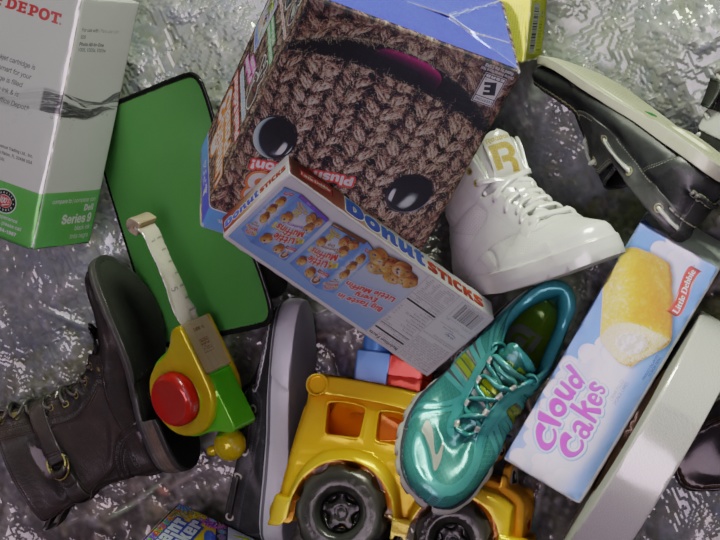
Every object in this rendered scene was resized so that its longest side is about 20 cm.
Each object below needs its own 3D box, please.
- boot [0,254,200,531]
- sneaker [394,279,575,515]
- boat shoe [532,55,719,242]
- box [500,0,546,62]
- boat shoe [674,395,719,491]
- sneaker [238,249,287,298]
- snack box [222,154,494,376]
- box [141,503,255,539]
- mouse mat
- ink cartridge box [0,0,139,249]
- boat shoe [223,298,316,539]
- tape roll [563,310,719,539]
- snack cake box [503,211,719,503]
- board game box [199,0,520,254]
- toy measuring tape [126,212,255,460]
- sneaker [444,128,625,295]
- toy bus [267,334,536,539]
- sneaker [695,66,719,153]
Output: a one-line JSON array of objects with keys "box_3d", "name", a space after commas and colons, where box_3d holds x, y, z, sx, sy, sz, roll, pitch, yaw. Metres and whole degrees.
[{"box_3d": [-0.233, 0.102, 1.496, 0.173, 0.069, 0.201, -17, 92, 27], "name": "boot"}, {"box_3d": [0.090, 0.083, 1.324, 0.077, 0.080, 0.200, 34, 63, 0], "name": "sneaker"}, {"box_3d": [0.180, -0.093, 1.317, 0.200, 0.072, 0.068, 45, 114, 42], "name": "boat shoe"}, {"box_3d": [0.034, -0.189, 1.381, 0.199, 0.075, 0.051, 9, 100, 15], "name": "box"}, {"box_3d": [0.317, 0.113, 1.346, 0.199, 0.073, 0.075, -23, 91, 17], "name": "boat shoe"}, {"box_3d": [-0.044, -0.073, 1.423, 0.090, 0.076, 0.201, 10, 105, 4], "name": "sneaker"}, {"box_3d": [0.000, 0.000, 1.310, 0.200, 0.024, 0.072, 35, 118, -27], "name": "snack box"}, {"box_3d": [-0.109, 0.326, 1.454, 0.192, 0.122, 0.201, 24, 115, 12], "name": "box"}, {"box_3d": [-0.142, -0.043, 1.442, 0.160, 0.008, 0.201, -12, 95, 49], "name": "mouse mat"}, {"box_3d": [-0.268, -0.134, 1.452, 0.145, 0.084, 0.201, 20, 103, 26], "name": "ink cartridge box"}, {"box_3d": [-0.074, 0.118, 1.459, 0.056, 0.069, 0.202, 9, 102, 14], "name": "boat shoe"}, {"box_3d": [0.206, 0.122, 1.312, 0.037, 0.203, 0.204, 30, 105, 7], "name": "tape roll"}, {"box_3d": [0.187, 0.058, 1.353, 0.067, 0.115, 0.201, 30, 104, 7], "name": "snack cake box"}, {"box_3d": [-0.005, -0.110, 1.302, 0.158, 0.097, 0.201, 17, 125, -17], "name": "board game box"}, {"box_3d": [-0.145, 0.058, 1.431, 0.073, 0.074, 0.201, -27, 87, 17], "name": "toy measuring tape"}, {"box_3d": [0.111, -0.046, 1.333, 0.073, 0.200, 0.116, -14, 91, -26], "name": "sneaker"}, {"box_3d": [0.046, 0.131, 1.407, 0.199, 0.136, 0.193, 10, 85, 11], "name": "toy bus"}, {"box_3d": [0.278, -0.123, 1.329, 0.200, 0.074, 0.089, -41, 80, 10], "name": "sneaker"}]
